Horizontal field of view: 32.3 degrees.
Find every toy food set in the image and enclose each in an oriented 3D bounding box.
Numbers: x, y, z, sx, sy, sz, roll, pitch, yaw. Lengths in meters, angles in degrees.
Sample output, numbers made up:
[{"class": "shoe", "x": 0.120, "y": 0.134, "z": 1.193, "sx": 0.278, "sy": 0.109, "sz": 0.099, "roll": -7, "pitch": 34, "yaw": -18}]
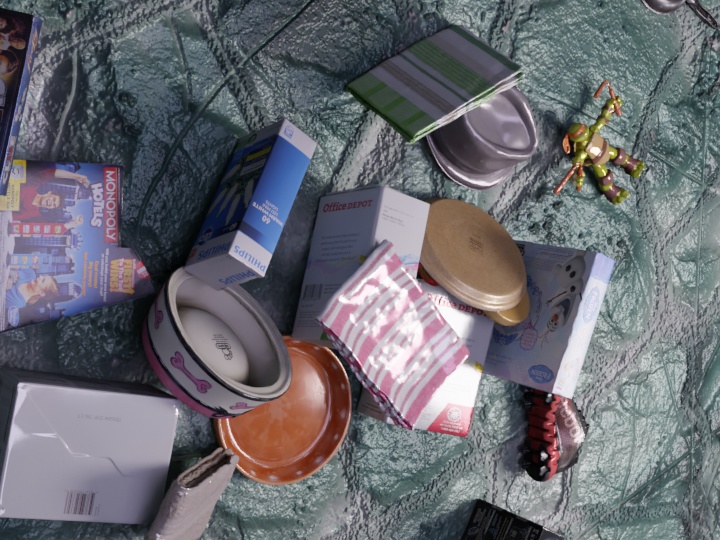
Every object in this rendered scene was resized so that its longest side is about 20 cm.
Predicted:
[{"class": "toy food set", "x": 0.147, "y": -0.020, "z": 1.711, "sx": 0.199, "sy": 0.049, "sz": 0.199, "roll": 15, "pitch": 45, "yaw": -27}]

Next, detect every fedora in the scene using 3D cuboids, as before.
[{"class": "fedora", "x": 0.183, "y": -0.205, "z": 1.741, "sx": 0.200, "sy": 0.090, "sz": 0.177, "roll": 43, "pitch": 74, "yaw": -28}]

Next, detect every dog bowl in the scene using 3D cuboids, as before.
[{"class": "dog bowl", "x": -0.180, "y": 0.093, "z": 1.514, "sx": 0.200, "sy": 0.200, "sz": 0.074, "roll": 36, "pitch": 116, "yaw": -29}]

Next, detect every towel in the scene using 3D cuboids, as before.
[{"class": "towel", "x": 0.101, "y": -0.251, "z": 1.668, "sx": 0.200, "sy": 0.149, "sz": 0.031, "roll": -32, "pitch": 142, "yaw": -22}, {"class": "towel", "x": 0.045, "y": 0.080, "z": 1.531, "sx": 0.146, "sy": 0.030, "sz": 0.200, "roll": -50, "pitch": 117, "yaw": -28}, {"class": "towel", "x": -0.208, "y": 0.291, "z": 1.513, "sx": 0.034, "sy": 0.200, "sz": 0.133, "roll": 28, "pitch": 101, "yaw": 9}]

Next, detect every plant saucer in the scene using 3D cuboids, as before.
[{"class": "plant saucer", "x": -0.104, "y": 0.183, "z": 1.653, "sx": 0.200, "sy": 0.032, "sz": 0.201, "roll": -4, "pitch": 97, "yaw": -31}]

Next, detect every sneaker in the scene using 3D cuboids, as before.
[{"class": "sneaker", "x": 0.297, "y": 0.215, "z": 1.875, "sx": 0.098, "sy": 0.071, "sz": 0.201, "roll": -4, "pitch": 100, "yaw": -30}]

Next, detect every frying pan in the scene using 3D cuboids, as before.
[{"class": "frying pan", "x": 0.494, "y": -0.426, "z": 1.940, "sx": 0.115, "sy": 0.031, "sz": 0.190, "roll": -42, "pitch": 112, "yaw": -18}]

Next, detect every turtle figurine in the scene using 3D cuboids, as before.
[{"class": "turtle figurine", "x": 0.350, "y": -0.168, "z": 1.862, "sx": 0.161, "sy": 0.064, "sz": 0.201, "roll": 39, "pitch": 67, "yaw": -36}]

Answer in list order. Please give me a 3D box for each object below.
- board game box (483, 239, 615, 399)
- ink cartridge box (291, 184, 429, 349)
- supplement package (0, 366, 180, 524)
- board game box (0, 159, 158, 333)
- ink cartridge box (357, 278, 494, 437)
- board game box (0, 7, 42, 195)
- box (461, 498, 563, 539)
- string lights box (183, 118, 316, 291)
[{"class": "board game box", "x": 0.249, "y": 0.063, "z": 1.751, "sx": 0.043, "sy": 0.200, "sz": 0.200, "roll": 22, "pitch": 85, "yaw": -32}, {"class": "ink cartridge box", "x": 0.000, "y": 0.000, "z": 1.609, "sx": 0.087, "sy": 0.145, "sz": 0.201, "roll": 16, "pitch": 78, "yaw": -34}, {"class": "supplement package", "x": -0.336, "y": 0.208, "z": 1.470, "sx": 0.199, "sy": 0.111, "sz": 0.156, "roll": 11, "pitch": 91, "yaw": -31}, {"class": "board game box", "x": -0.339, "y": -0.028, "z": 1.468, "sx": 0.199, "sy": 0.062, "sz": 0.201, "roll": 1, "pitch": 95, "yaw": -32}, {"class": "ink cartridge box", "x": 0.095, "y": 0.118, "z": 1.734, "sx": 0.145, "sy": 0.083, "sz": 0.201, "roll": 14, "pitch": 89, "yaw": -31}, {"class": "board game box", "x": -0.438, "y": -0.194, "z": 1.366, "sx": 0.135, "sy": 0.035, "sz": 0.201, "roll": 11, "pitch": 90, "yaw": 0}, {"class": "box", "x": 0.191, "y": 0.446, "z": 1.788, "sx": 0.043, "sy": 0.160, "sz": 0.201, "roll": 28, "pitch": 81, "yaw": -29}, {"class": "string lights box", "x": -0.134, "y": -0.080, "z": 1.526, "sx": 0.059, "sy": 0.103, "sz": 0.201, "roll": 36, "pitch": 58, "yaw": -29}]
